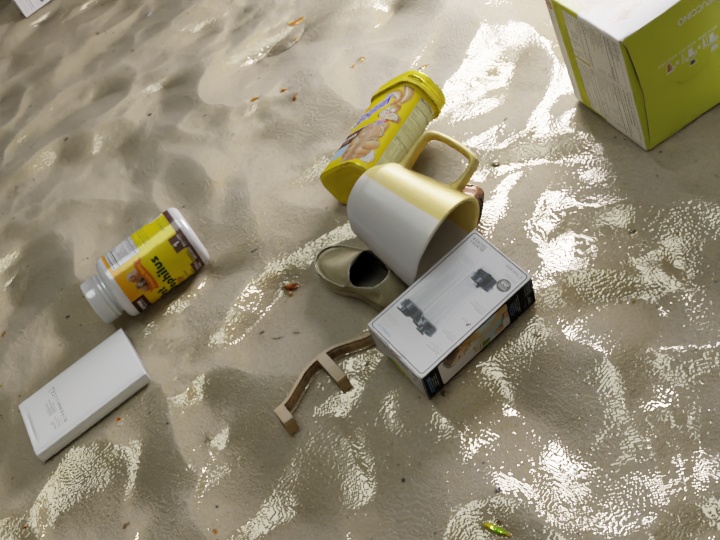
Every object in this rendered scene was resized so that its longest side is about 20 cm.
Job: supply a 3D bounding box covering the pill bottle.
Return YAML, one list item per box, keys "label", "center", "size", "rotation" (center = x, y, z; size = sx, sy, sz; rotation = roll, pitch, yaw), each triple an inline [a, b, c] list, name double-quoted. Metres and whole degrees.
- label: "pill bottle"
  center: [-0.352, -0.004, 1.664]
  size: [0.199, 0.110, 0.109]
  rotation: [-37, 41, -7]

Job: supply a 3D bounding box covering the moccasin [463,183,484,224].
- label: "moccasin"
  center: [0.087, -0.096, 1.524]
  size: [0.198, 0.074, 0.078]
  rotation: [-10, 35, 26]

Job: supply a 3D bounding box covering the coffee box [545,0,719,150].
- label: "coffee box"
  center: [0.415, -0.338, 1.470]
  size: [0.198, 0.201, 0.198]
  rotation: [-33, 41, -3]

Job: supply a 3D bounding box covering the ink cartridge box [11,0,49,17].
- label: "ink cartridge box"
  center: [-0.864, -0.800, 2.733]
  size: [0.199, 0.147, 0.086]
  rotation: [-39, 40, -10]

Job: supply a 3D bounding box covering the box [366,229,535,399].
- label: "box"
  center: [0.119, 0.056, 1.343]
  size: [0.199, 0.060, 0.116]
  rotation: [-41, 56, -12]

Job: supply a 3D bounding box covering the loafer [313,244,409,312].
- label: "loafer"
  center: [0.000, 0.000, 1.481]
  size: [0.198, 0.069, 0.076]
  rotation: [24, 63, 43]

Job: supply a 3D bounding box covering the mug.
- label: "mug"
  center: [0.074, -0.084, 1.428]
  size: [0.152, 0.150, 0.187]
  rotation: [34, 65, 24]

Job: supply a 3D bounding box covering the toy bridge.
- label: "toy bridge"
  center: [-0.037, 0.137, 1.399]
  size: [0.199, 0.027, 0.067]
  rotation: [-39, 41, -11]

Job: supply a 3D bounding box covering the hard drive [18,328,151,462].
- label: "hard drive"
  center: [-0.427, 0.189, 1.580]
  size: [0.199, 0.026, 0.132]
  rotation: [-37, 41, -7]

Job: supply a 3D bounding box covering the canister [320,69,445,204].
- label: "canister"
  center: [0.034, -0.208, 1.631]
  size: [0.201, 0.086, 0.148]
  rotation: [-57, 20, -24]
